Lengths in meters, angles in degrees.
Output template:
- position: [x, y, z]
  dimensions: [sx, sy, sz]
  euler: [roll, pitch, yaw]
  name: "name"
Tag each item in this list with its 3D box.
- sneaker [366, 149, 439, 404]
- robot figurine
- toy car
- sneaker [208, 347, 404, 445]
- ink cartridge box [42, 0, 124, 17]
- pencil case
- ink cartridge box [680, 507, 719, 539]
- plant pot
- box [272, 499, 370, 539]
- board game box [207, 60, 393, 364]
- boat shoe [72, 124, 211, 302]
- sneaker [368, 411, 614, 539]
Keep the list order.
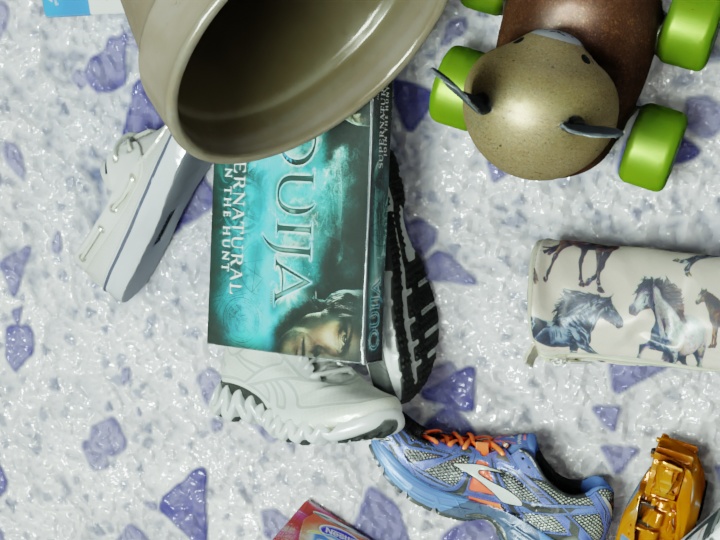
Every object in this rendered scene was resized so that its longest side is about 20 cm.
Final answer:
- position: [0.000, 0.000, 0.888]
  dimensions: [0.080, 0.074, 0.200]
  euler: [-12, 92, 27]
  name: "sneaker"
- position: [0.234, 0.222, 0.866]
  dimensions: [0.145, 0.058, 0.200]
  euler: [14, 110, 19]
  name: "robot figurine"
- position: [0.114, -0.118, 0.734]
  dimensions: [0.164, 0.200, 0.158]
  euler: [19, 111, 14]
  name: "toy car"
- position: [-0.044, 0.078, 0.890]
  dimensions: [0.200, 0.075, 0.081]
  euler: [8, 95, 50]
  name: "sneaker"
- position: [-0.128, -0.242, 0.861]
  dimensions: [0.200, 0.067, 0.116]
  euler: [2, 106, 20]
  name: "ink cartridge box"
- position: [0.208, 0.032, 0.808]
  dimensions: [0.200, 0.078, 0.090]
  euler: [7, 85, 18]
  name: "pencil case"
- position: [0.264, 0.214, 0.760]
  dimensions: [0.145, 0.084, 0.200]
  euler: [47, 120, 12]
  name: "ink cartridge box"
- position: [-0.072, -0.192, 0.727]
  dimensions: [0.200, 0.200, 0.174]
  euler: [-48, 68, 25]
  name: "plant pot"
- position: [-0.057, 0.299, 0.975]
  dimensions: [0.100, 0.095, 0.200]
  euler: [30, 114, 10]
  name: "box"
- position: [-0.043, -0.042, 0.846]
  dimensions: [0.135, 0.028, 0.201]
  euler: [5, 95, 33]
  name: "board game box"
- position: [-0.163, -0.070, 0.927]
  dimensions: [0.070, 0.071, 0.200]
  euler: [34, 121, 5]
  name: "boat shoe"
- position: [0.095, 0.144, 0.896]
  dimensions: [0.200, 0.075, 0.079]
  euler: [27, 104, 3]
  name: "sneaker"
